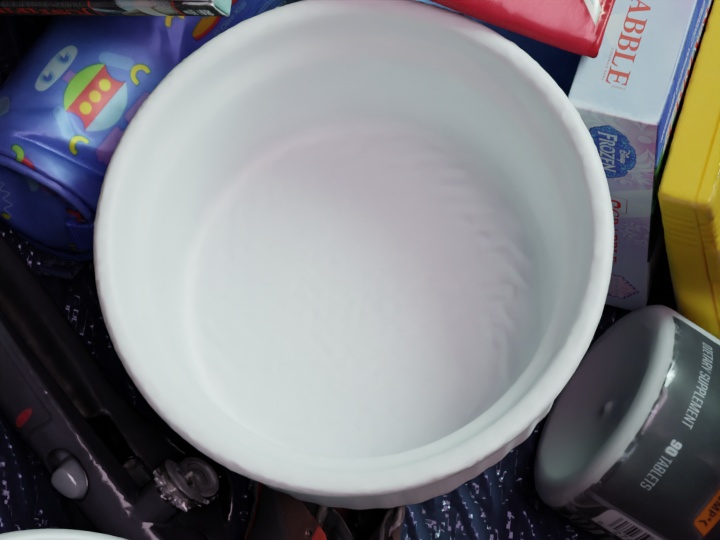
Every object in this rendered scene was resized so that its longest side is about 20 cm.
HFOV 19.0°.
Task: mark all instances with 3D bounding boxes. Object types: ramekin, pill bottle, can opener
[{"bbox_3d":[0.000,0.000,0.863,0.199,0.098,0.201,-1,73,4],"label":"ramekin"},{"bbox_3d":[0.187,0.108,0.984,0.200,0.106,0.107,32,70,-14],"label":"pill bottle"},{"bbox_3d":[-0.123,0.058,0.883,0.200,0.079,0.063,53,24,4],"label":"can opener"}]

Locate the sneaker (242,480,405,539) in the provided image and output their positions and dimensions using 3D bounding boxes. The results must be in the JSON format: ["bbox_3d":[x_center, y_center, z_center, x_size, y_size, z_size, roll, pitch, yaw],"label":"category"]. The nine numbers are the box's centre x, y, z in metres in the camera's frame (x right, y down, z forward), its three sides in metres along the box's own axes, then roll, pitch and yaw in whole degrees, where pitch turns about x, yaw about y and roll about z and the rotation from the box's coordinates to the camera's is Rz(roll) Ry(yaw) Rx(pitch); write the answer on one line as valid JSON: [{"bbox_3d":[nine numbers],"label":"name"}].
[{"bbox_3d":[-0.021,0.137,0.906,0.077,0.082,0.201,13,75,-19],"label":"sneaker"}]

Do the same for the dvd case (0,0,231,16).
[{"bbox_3d":[-0.139,-0.169,0.833,0.199,0.022,0.147,1,79,17],"label":"dvd case"}]

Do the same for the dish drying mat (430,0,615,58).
[{"bbox_3d":[0.012,-0.151,0.842,0.199,0.018,0.077,22,76,-2],"label":"dish drying mat"}]

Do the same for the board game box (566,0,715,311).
[{"bbox_3d":[0.138,-0.109,0.958,0.041,0.200,0.201,16,71,12],"label":"board game box"}]

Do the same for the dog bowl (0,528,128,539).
[{"bbox_3d":[-0.113,0.202,0.791,0.199,0.079,0.201,11,56,-16],"label":"dog bowl"}]

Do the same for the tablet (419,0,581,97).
[{"bbox_3d":[0.052,-0.109,1.023,0.130,0.014,0.201,12,76,-20],"label":"tablet"}]

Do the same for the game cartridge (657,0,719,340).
[{"bbox_3d":[0.178,-0.068,0.976,0.032,0.200,0.177,14,72,16],"label":"game cartridge"}]

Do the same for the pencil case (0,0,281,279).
[{"bbox_3d":[-0.091,-0.094,0.925,0.087,0.078,0.200,29,68,12],"label":"pencil case"}]
